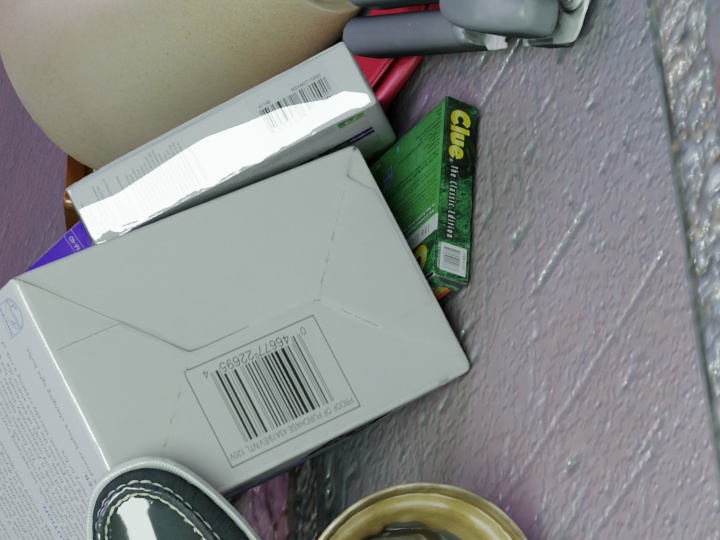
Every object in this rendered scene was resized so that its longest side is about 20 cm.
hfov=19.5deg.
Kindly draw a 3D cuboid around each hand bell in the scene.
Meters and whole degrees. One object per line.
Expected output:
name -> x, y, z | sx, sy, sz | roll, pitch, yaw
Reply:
hand bell -> 0.004, 0.136, 0.930 | 0.200, 0.104, 0.104 | -179, 106, -78

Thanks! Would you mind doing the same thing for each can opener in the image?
can opener -> 0.046, -0.135, 1.027 | 0.200, 0.066, 0.053 | 5, 90, 61

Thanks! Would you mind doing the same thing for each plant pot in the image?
plant pot -> -0.085, -0.168, 1.249 | 0.200, 0.187, 0.188 | -17, 56, 46

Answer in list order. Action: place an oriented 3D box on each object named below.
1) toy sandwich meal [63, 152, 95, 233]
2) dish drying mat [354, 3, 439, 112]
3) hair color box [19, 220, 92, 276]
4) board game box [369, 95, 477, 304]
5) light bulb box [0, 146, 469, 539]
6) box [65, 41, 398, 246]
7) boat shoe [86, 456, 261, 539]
toy sandwich meal -> -0.174, -0.090, 1.402 | 0.205, 0.070, 0.205 | -2, -90, -87
dish drying mat -> -0.016, -0.083, 1.163 | 0.200, 0.018, 0.077 | -54, 27, 19
hair color box -> -0.167, 0.012, 1.281 | 0.200, 0.065, 0.109 | -39, 0, 44
board game box -> 0.000, 0.000, 1.093 | 0.200, 0.023, 0.105 | -40, 36, 52
light bulb box -> -0.093, 0.055, 1.004 | 0.200, 0.198, 0.125 | -35, 80, 55
box -> -0.056, -0.052, 1.026 | 0.036, 0.144, 0.200 | 63, -178, 5
boat shoe -> -0.052, 0.170, 0.844 | 0.076, 0.200, 0.060 | -29, 5, 3
